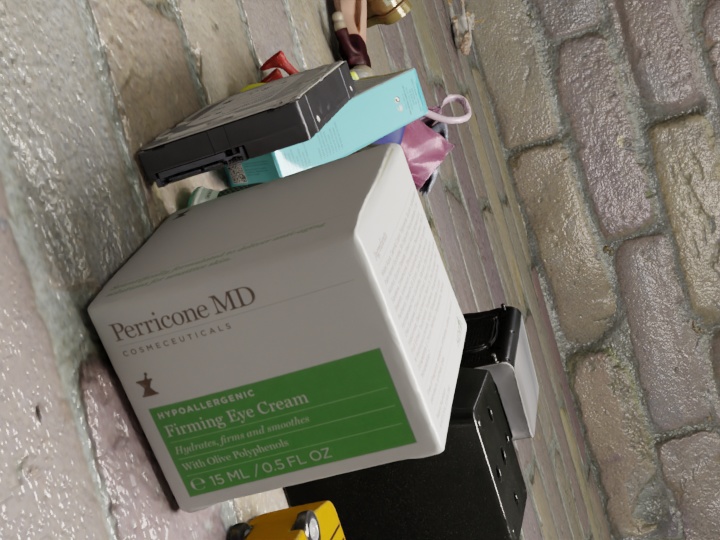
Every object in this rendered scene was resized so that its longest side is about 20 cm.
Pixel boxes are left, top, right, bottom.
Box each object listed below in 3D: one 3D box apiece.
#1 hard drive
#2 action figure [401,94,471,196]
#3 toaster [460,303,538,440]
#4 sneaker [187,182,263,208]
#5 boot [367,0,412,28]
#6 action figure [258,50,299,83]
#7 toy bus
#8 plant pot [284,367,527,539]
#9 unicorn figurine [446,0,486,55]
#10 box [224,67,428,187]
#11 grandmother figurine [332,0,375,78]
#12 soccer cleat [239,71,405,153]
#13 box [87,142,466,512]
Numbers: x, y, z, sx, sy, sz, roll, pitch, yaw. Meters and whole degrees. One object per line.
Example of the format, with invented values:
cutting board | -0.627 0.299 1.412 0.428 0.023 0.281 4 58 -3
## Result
hard drive | -0.088 -0.127 0.923 0.200 0.140 0.038 -62 134 -67
action figure | 0.022 -0.179 1.343 0.200 0.149 0.134 30 25 -21
toaster | 0.109 0.129 1.301 0.200 0.181 0.119 -63 139 -66
sneaker | -0.071 0.010 0.941 0.078 0.091 0.200 -81 151 -55
boot | -0.013 -0.460 1.629 0.200 0.066 0.175 52 -10 -20
action figure | -0.052 -0.142 1.231 0.200 0.099 0.065 40 34 -26
toy bus | -0.066 0.231 0.797 0.200 0.065 0.078 -45 120 -73
plant pot | 0.050 0.192 1.031 0.200 0.177 0.200 -40 113 -72
unicorn figurine | 0.255 -0.613 2.748 0.137 0.074 0.200 71 27 -50
box | -0.032 -0.134 1.048 0.200 0.082 0.049 -32 111 -36
grandmother figurine | -0.009 -0.315 1.540 0.121 0.061 0.200 39 35 -50
soccer cleat | -0.038 -0.171 1.143 0.200 0.065 0.084 11 90 -35
box | -0.047 0.035 0.796 0.200 0.199 0.171 -67 138 -66
